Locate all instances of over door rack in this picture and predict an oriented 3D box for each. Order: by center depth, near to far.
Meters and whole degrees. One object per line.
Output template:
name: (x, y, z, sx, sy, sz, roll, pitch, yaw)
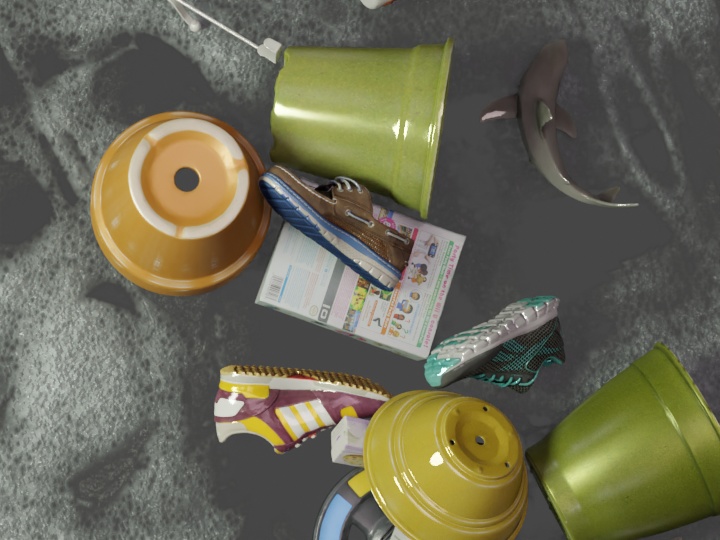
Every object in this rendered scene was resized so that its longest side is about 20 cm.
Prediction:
over door rack: (-0.133, -0.328, 1.756, 0.199, 0.067, 0.148, 29, 78, 16)

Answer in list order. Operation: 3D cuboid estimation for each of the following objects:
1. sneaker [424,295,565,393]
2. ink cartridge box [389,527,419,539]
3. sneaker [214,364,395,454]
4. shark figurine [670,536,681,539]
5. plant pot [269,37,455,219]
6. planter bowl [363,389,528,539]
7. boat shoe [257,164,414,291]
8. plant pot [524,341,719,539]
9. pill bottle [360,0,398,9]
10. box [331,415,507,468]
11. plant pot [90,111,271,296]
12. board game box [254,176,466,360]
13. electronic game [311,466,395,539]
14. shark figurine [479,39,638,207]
sneaker: (0.159, 0.099, 1.737, 0.199, 0.077, 0.092, -24, 99, -32)
ink cartridge box: (0.074, 0.395, 1.668, 0.146, 0.083, 0.201, 22, 87, -11)
sneaker: (-0.061, 0.157, 1.718, 0.199, 0.075, 0.091, 7, 95, -6)
shark figurine: (0.392, 0.334, 1.760, 0.214, 0.089, 0.128, -35, 91, -10)
plant pot: (-0.001, -0.169, 1.717, 0.183, 0.200, 0.202, 9, 81, 3)
planter bowl: (0.109, 0.196, 1.652, 0.199, 0.084, 0.201, 15, 52, -20)
boat shoe: (-0.024, -0.060, 1.665, 0.200, 0.072, 0.073, 39, 78, -31)
plant pot: (0.291, 0.212, 1.717, 0.192, 0.200, 0.201, -28, 88, 1)
pill bottle: (0.083, -0.382, 1.784, 0.199, 0.114, 0.115, -21, 87, -12)
box: (0.065, 0.201, 1.707, 0.199, 0.041, 0.039, 14, 50, -22)
plant pot: (-0.186, -0.082, 1.664, 0.199, 0.183, 0.202, 1, 82, -10)
board game box: (0.000, 0.000, 1.747, 0.199, 0.064, 0.148, 20, 81, -5)
electronic game: (0.045, 0.305, 1.725, 0.199, 0.042, 0.201, 1, 82, -10)
shark figurine: (0.223, -0.151, 1.786, 0.128, 0.090, 0.216, -21, 85, -11)
